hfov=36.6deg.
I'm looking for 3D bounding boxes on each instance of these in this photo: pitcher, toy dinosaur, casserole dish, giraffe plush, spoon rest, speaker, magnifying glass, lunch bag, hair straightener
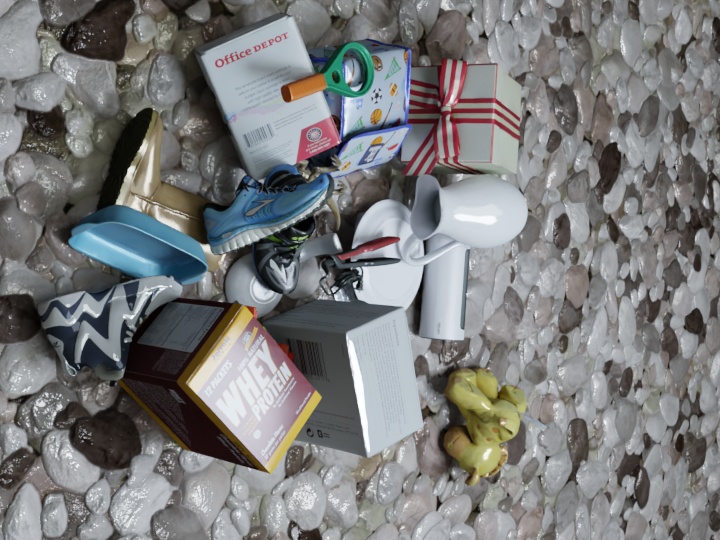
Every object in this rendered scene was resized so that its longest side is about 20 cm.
[{"bbox_3d":[0.170,-0.079,1.824,0.199,0.121,0.172,-1,131,-34],"label":"pitcher"},{"bbox_3d":[-0.070,-0.134,1.676,0.200,0.101,0.058,28,54,-43],"label":"toy dinosaur"},{"bbox_3d":[-0.293,-0.035,1.453,0.200,0.121,0.039,29,54,-41],"label":"casserole dish"},{"bbox_3d":[0.219,0.292,1.965,0.172,0.200,0.163,1,121,-48],"label":"giraffe plush"},{"bbox_3d":[-0.122,0.002,1.672,0.199,0.061,0.100,-29,111,-26],"label":"spoon rest"},{"bbox_3d":[0.149,0.021,1.916,0.081,0.081,0.201,6,88,-45],"label":"speaker"},{"bbox_3d":[-0.044,-0.275,1.558,0.200,0.022,0.080,-32,113,-49],"label":"magnifying glass"},{"bbox_3d":[-0.007,-0.250,1.721,0.170,0.124,0.201,-20,122,-43],"label":"lunch bag"},{"bbox_3d":[0.000,0.000,1.701,0.200,0.041,0.077,-21,111,-54],"label":"hair straightener"}]

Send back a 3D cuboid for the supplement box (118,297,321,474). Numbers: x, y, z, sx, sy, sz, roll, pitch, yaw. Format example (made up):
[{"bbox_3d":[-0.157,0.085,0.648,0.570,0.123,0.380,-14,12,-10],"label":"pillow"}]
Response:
[{"bbox_3d":[-0.202,0.153,1.490,0.133,0.199,0.198,-55,127,-27],"label":"supplement box"}]

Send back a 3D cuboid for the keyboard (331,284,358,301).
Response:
[{"bbox_3d":[0.002,0.105,1.822,0.056,0.011,0.201,-36,116,-38],"label":"keyboard"}]

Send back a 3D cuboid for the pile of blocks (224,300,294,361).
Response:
[{"bbox_3d":[-0.142,0.117,1.615,0.062,0.082,0.201,-36,112,-14],"label":"pile of blocks"}]

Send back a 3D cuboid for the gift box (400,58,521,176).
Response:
[{"bbox_3d":[0.155,-0.244,1.828,0.187,0.199,0.186,10,79,-67],"label":"gift box"}]

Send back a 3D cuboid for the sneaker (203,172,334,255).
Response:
[{"bbox_3d":[-0.131,-0.093,1.491,0.078,0.199,0.090,-45,113,-78],"label":"sneaker"}]

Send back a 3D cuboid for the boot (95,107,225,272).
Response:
[{"bbox_3d":[-0.256,-0.110,1.521,0.200,0.066,0.176,25,87,-42],"label":"boot"}]

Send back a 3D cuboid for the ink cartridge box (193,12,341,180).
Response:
[{"bbox_3d":[-0.135,-0.253,1.575,0.145,0.083,0.201,-25,113,-8],"label":"ink cartridge box"}]

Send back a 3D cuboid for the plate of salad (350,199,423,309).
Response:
[{"bbox_3d":[0.040,-0.018,1.822,0.200,0.048,0.201,-7,99,-51],"label":"plate of salad"}]

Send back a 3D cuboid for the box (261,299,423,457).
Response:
[{"bbox_3d":[-0.028,0.159,1.663,0.130,0.198,0.201,-21,107,-41],"label":"box"}]

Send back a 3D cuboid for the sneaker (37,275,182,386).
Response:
[{"bbox_3d":[-0.317,0.084,1.440,0.199,0.079,0.130,-13,90,-43],"label":"sneaker"}]

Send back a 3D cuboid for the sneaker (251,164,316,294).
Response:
[{"bbox_3d":[-0.109,-0.052,1.577,0.070,0.083,0.201,-9,120,-31],"label":"sneaker"}]
